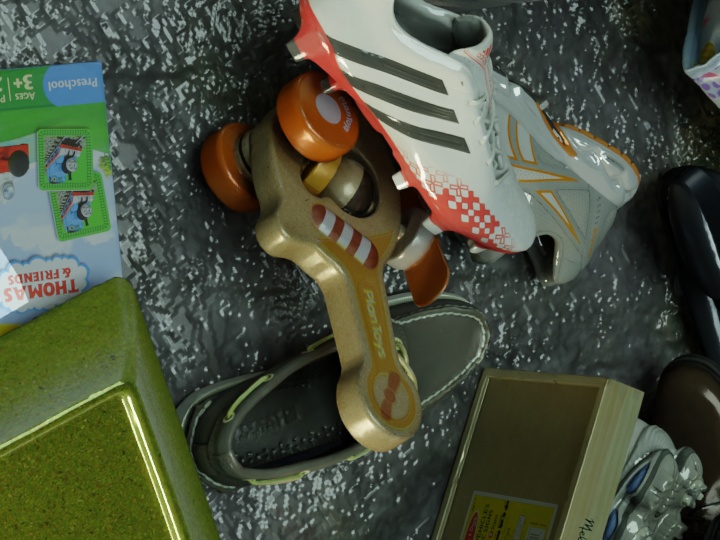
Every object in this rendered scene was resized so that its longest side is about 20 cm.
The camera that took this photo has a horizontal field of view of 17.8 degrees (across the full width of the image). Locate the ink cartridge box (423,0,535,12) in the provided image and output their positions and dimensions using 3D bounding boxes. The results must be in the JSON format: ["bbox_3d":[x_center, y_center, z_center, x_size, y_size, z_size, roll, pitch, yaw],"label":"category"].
[{"bbox_3d":[0.064,-0.199,1.200,0.066,0.199,0.117,8,88,-30],"label":"ink cartridge box"}]

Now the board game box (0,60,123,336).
[{"bbox_3d":[-0.192,0.002,1.151,0.150,0.036,0.202,-8,96,-30],"label":"board game box"}]

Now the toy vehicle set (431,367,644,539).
[{"bbox_3d":[0.082,0.154,1.263,0.026,0.124,0.202,22,81,-28],"label":"toy vehicle set"}]

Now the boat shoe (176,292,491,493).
[{"bbox_3d":[-0.005,0.066,1.247,0.201,0.060,0.073,-23,102,-28],"label":"boat shoe"}]

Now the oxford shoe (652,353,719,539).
[{"bbox_3d":[0.198,0.151,1.348,0.084,0.072,0.202,-11,95,-53],"label":"oxford shoe"}]

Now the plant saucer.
[{"bbox_3d":[-0.160,0.136,1.135,0.199,0.048,0.201,-28,118,-23],"label":"plant saucer"}]

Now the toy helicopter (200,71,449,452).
[{"bbox_3d":[0.000,0.000,1.211,0.132,0.079,0.202,12,58,-45],"label":"toy helicopter"}]

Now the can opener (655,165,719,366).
[{"bbox_3d":[0.221,0.031,1.375,0.078,0.063,0.202,-29,104,-44],"label":"can opener"}]

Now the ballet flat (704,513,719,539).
[{"bbox_3d":[0.264,0.173,1.339,0.199,0.056,0.067,14,88,-52],"label":"ballet flat"}]

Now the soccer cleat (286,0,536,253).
[{"bbox_3d":[0.045,-0.086,1.189,0.200,0.085,0.069,48,27,-28],"label":"soccer cleat"}]

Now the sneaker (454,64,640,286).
[{"bbox_3d":[0.066,-0.057,1.281,0.199,0.076,0.093,29,81,-26],"label":"sneaker"}]

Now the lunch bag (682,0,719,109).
[{"bbox_3d":[0.285,-0.143,1.373,0.170,0.127,0.201,43,43,-26],"label":"lunch bag"}]

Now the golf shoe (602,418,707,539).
[{"bbox_3d":[0.111,0.168,1.318,0.201,0.097,0.078,-58,150,8],"label":"golf shoe"}]
